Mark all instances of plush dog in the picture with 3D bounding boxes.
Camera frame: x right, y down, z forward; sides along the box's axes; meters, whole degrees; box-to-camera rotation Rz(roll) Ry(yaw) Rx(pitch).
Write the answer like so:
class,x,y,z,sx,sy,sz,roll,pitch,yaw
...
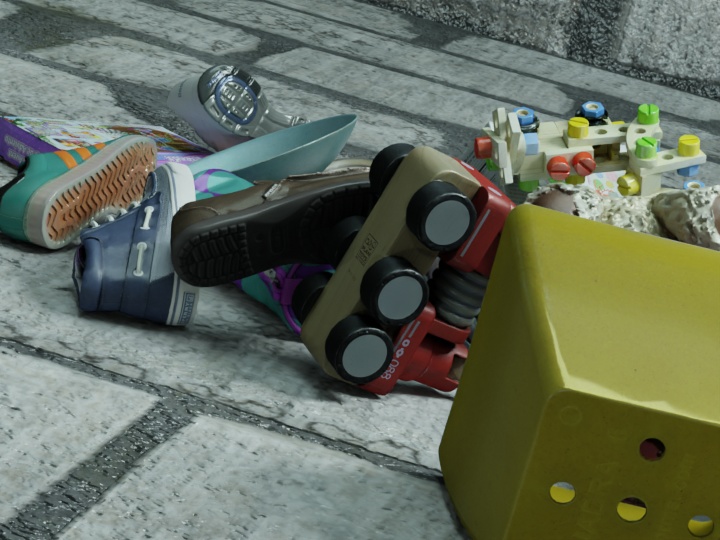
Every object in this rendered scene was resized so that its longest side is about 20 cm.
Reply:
class,x,y,z,sx,sy,sz,roll,pitch,yaw
plush dog,0.207,0.028,1.668,0.200,0.172,0.160,1,-9,-9

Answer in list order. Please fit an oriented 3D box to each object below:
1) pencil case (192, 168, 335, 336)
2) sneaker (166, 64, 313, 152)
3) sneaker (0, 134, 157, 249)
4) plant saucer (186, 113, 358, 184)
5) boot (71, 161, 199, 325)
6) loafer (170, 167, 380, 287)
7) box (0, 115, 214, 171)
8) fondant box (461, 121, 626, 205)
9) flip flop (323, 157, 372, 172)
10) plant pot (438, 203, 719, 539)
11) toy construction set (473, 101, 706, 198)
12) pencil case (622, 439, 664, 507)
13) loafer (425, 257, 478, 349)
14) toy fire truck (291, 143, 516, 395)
class,x,y,z,sx,sy,sz,roll,pitch,yaw
pencil case,-0.077,-0.017,1.716,0.092,0.085,0.200,14,11,-40
sneaker,-0.103,-0.130,2.048,0.087,0.075,0.200,2,-34,48
sneaker,-0.244,-0.076,1.782,0.080,0.071,0.200,15,23,21
plant saucer,-0.091,-0.089,1.891,0.201,0.039,0.201,-18,10,3
boot,-0.177,-0.030,1.649,0.090,0.073,0.200,7,27,-13
loafer,-0.054,-0.046,1.591,0.200,0.073,0.071,-10,38,-21
box,-0.227,-0.104,1.998,0.200,0.039,0.137,1,19,-45
fondant box,0.178,-0.026,1.844,0.144,0.058,0.200,8,54,-25
flip flop,-0.060,-0.059,1.958,0.081,0.058,0.200,-15,7,42
plant pot,0.164,0.103,1.308,0.200,0.200,0.176,13,26,-3
toy construction set,0.182,-0.092,1.766,0.200,0.092,0.131,6,31,-16
pencil case,0.203,0.090,1.519,0.087,0.083,0.200,45,20,-16
loafer,0.093,0.018,1.709,0.072,0.063,0.200,33,14,-36
toy fire truck,0.080,0.027,1.564,0.200,0.176,0.129,24,14,-33
